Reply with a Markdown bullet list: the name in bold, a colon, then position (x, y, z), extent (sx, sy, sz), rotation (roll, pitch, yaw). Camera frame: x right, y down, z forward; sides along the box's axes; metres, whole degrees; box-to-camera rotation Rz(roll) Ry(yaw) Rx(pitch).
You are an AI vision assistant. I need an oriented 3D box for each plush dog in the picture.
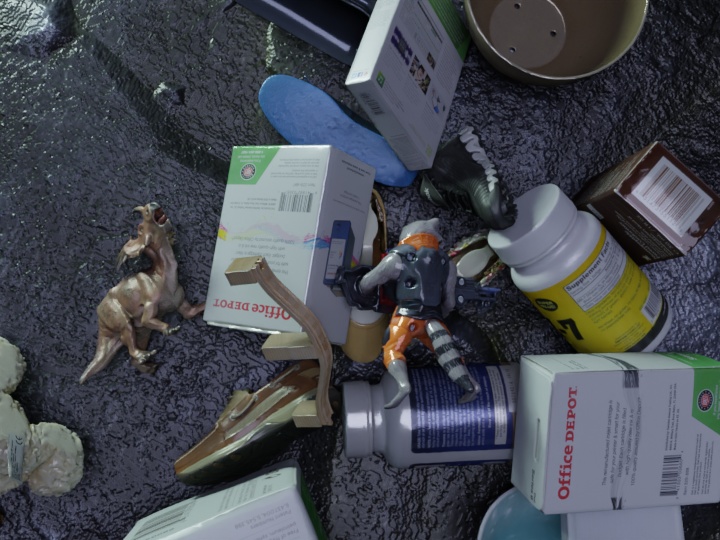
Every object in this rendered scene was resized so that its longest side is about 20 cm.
- **plush dog**: position (-0.421, 0.193, 0.930), extent (0.172, 0.160, 0.200), rotation (-38, 87, 20)

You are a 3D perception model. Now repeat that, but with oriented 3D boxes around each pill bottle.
- **pill bottle**: position (0.238, 0.007, 0.966), extent (0.114, 0.114, 0.200), rotation (-47, 108, -6)
- **pill bottle**: position (0.081, 0.159, 0.971), extent (0.200, 0.111, 0.111), rotation (-2, 85, -4)

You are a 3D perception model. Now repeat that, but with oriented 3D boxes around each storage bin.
- **storage bin**: position (-0.043, -0.354, 1.000), extent (0.200, 0.146, 0.134), rotation (28, 74, -1)

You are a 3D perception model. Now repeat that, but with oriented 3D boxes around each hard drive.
- **hard drive**: position (0.283, 0.236, 0.965), extent (0.132, 0.027, 0.200), rotation (12, 50, -5)

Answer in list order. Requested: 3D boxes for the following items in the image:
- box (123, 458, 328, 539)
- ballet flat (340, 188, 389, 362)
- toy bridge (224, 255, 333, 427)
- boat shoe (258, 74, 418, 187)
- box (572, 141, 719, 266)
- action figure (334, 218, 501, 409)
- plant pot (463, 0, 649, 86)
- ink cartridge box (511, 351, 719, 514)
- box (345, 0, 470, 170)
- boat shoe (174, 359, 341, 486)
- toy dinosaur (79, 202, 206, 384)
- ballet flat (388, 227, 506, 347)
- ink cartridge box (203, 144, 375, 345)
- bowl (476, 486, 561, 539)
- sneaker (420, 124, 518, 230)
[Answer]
- **box**: position (-0.125, 0.316, 0.899), extent (0.200, 0.199, 0.172), rotation (-21, 87, -6)
- **ballet flat**: position (0.000, 0.000, 0.982), extent (0.068, 0.063, 0.200), rotation (0, 72, -7)
- **toy bridge**: position (-0.063, 0.075, 0.867), extent (0.067, 0.027, 0.200), rotation (-6, 120, 29)
- **boat shoe**: position (-0.030, -0.151, 1.015), extent (0.200, 0.069, 0.084), rotation (36, 97, -5)
- **box**: position (0.298, -0.064, 0.960), extent (0.100, 0.200, 0.075), rotation (42, 86, 1)
- **action figure**: position (0.085, 0.038, 0.906), extent (0.200, 0.105, 0.194), rotation (-1, 73, -28)
- **plant pot**: position (0.205, -0.296, 1.006), extent (0.200, 0.134, 0.201), rotation (0, 85, -5)
- **ink cartridge box**: position (0.263, 0.160, 0.901), extent (0.200, 0.084, 0.146), rotation (1, 98, -14)
- **box**: position (0.058, -0.231, 0.964), extent (0.036, 0.144, 0.200), rotation (0, 57, 34)
- **boat shoe**: position (-0.117, 0.168, 0.983), extent (0.200, 0.076, 0.074), rotation (-30, 59, 3)
- **toy dinosaur**: position (-0.248, 0.031, 0.978), extent (0.200, 0.086, 0.136), rotation (-44, 82, 6)
- **ballet flat**: position (0.089, 0.018, 1.007), extent (0.200, 0.064, 0.076), rotation (-42, 88, -6)
- **ink cartridge box**: position (-0.078, -0.028, 0.957), extent (0.145, 0.087, 0.200), rotation (5, 81, 36)
- **bowl**: position (0.203, 0.338, 0.946), extent (0.200, 0.105, 0.201), rotation (8, 51, -11)
- **sneaker**: position (0.113, -0.090, 0.972), extent (0.090, 0.200, 0.067), rotation (-26, 121, 9)
